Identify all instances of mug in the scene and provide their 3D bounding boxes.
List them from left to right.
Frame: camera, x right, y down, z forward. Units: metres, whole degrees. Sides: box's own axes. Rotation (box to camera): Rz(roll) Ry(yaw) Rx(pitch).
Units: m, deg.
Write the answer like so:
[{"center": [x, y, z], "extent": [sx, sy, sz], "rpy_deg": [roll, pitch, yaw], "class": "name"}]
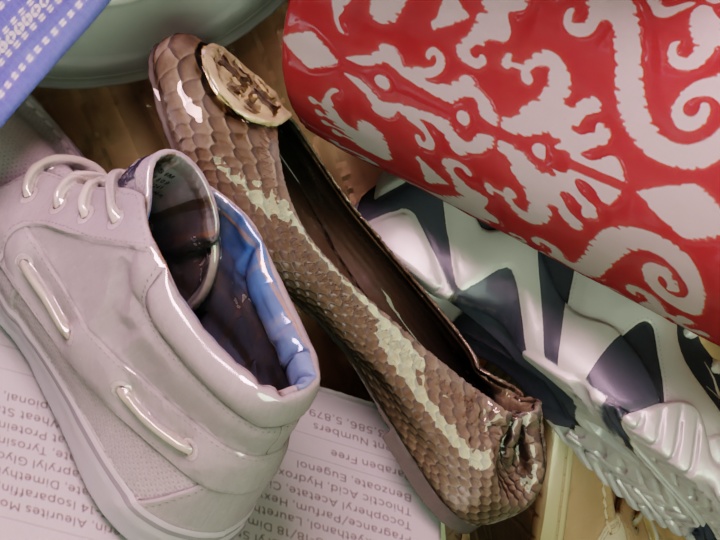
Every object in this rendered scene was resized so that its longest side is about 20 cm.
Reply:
[{"center": [0.094, -0.056, 0.940], "extent": [0.177, 0.199, 0.134], "rpy_deg": [7, 105, -61], "class": "mug"}]

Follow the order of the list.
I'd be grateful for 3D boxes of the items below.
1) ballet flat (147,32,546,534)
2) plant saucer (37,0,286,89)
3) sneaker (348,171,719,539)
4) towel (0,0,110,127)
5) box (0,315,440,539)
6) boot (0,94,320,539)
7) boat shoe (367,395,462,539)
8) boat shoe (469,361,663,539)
[{"center": [0.000, 0.000, 0.948], "extent": [0.046, 0.067, 0.200], "rpy_deg": [-30, 101, 25], "class": "ballet flat"}, {"center": [-0.090, -0.144, 0.938], "extent": [0.199, 0.050, 0.201], "rpy_deg": [-5, 118, -10], "class": "plant saucer"}, {"center": [0.105, 0.002, 1.009], "extent": [0.130, 0.199, 0.080], "rpy_deg": [-50, 163, -16], "class": "sneaker"}, {"center": [-0.126, -0.141, 0.835], "extent": [0.145, 0.024, 0.200], "rpy_deg": [-50, 132, -19], "class": "towel"}, {"center": [-0.098, 0.132, 0.994], "extent": [0.199, 0.131, 0.199], "rpy_deg": [17, 136, -16], "class": "box"}, {"center": [-0.079, -0.013, 0.915], "extent": [0.073, 0.200, 0.096], "rpy_deg": [-16, 153, -42], "class": "boot"}, {"center": [0.000, 0.102, 1.085], "extent": [0.076, 0.072, 0.201], "rpy_deg": [6, 116, 2], "class": "boat shoe"}, {"center": [0.081, 0.104, 1.105], "extent": [0.064, 0.071, 0.201], "rpy_deg": [-11, 125, -18], "class": "boat shoe"}]
